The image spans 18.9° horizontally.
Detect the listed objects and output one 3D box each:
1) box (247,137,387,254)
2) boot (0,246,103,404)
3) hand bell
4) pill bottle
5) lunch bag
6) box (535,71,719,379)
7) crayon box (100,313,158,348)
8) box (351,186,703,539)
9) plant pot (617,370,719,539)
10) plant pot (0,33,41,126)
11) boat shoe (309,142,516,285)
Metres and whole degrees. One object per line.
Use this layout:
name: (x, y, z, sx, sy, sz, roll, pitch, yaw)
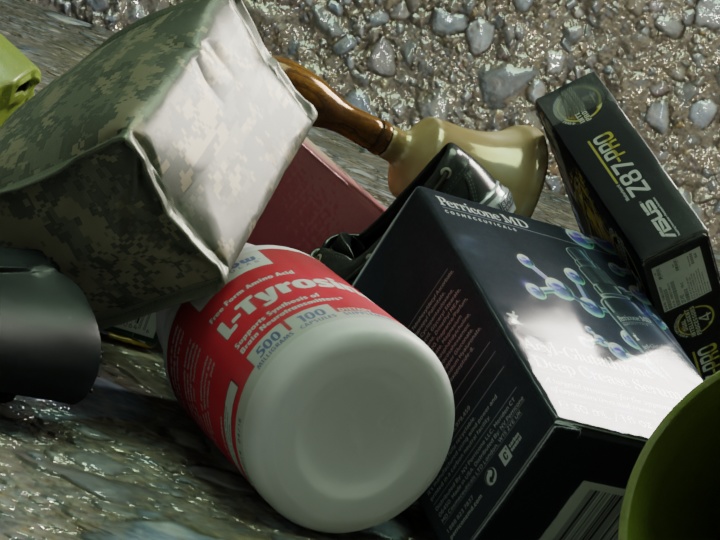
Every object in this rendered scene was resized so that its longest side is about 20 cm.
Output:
box: (-0.047, -0.024, 1.382, 0.200, 0.109, 0.128, 41, 3, -14)
boot: (-0.240, 0.006, 1.079, 0.200, 0.077, 0.168, 35, 20, 35)
hand bell: (0.005, -0.084, 1.319, 0.200, 0.104, 0.104, 26, 6, -23)
pill bottle: (-0.039, 0.052, 1.149, 0.112, 0.113, 0.200, 16, 10, -27)
lunch bag: (-0.148, -0.047, 1.197, 0.118, 0.199, 0.164, 57, 34, -24)
box: (0.179, -0.002, 1.334, 0.200, 0.049, 0.161, 65, 1, -47)
crayon box: (-0.229, -0.026, 1.361, 0.199, 0.058, 0.173, 18, 9, -22)
box: (0.097, 0.067, 1.187, 0.148, 0.107, 0.200, 14, 31, -34)
plant pot: (0.239, 0.147, 1.079, 0.187, 0.188, 0.200, 24, -5, 22)
plant pot: (-0.330, -0.137, 1.490, 0.190, 0.200, 0.200, 33, 10, 3)
boat shoe: (0.000, 0.000, 1.284, 0.057, 0.200, 0.069, 49, 14, -11)
